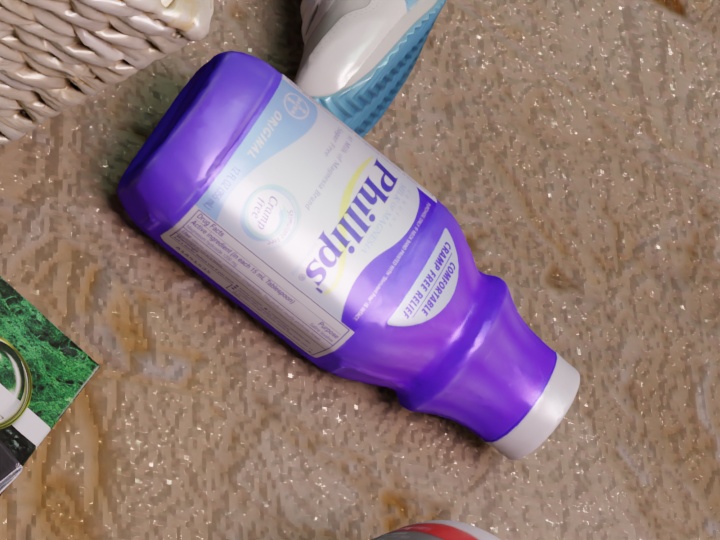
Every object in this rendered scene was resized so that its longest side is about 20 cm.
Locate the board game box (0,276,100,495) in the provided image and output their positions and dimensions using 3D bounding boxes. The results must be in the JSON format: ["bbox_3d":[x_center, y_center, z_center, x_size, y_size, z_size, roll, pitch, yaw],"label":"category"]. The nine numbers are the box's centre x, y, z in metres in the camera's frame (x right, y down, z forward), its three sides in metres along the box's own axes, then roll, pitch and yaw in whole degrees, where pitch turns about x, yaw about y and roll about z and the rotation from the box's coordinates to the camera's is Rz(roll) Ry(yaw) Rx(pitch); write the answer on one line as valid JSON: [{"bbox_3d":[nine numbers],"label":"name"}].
[{"bbox_3d":[-0.196,0.004,0.850,0.200,0.023,0.105,42,46,-9],"label":"board game box"}]

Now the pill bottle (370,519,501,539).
[{"bbox_3d":[-0.027,0.167,0.818,0.200,0.114,0.114,-18,76,-41],"label":"pill bottle"}]

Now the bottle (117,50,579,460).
[{"bbox_3d":[0.000,0.000,0.961,0.200,0.065,0.084,39,66,-12],"label":"bottle"}]

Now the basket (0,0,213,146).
[{"bbox_3d":[-0.161,-0.170,0.831,0.198,0.161,0.201,23,59,-41],"label":"basket"}]

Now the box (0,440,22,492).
[{"bbox_3d":[-0.217,0.028,0.752,0.200,0.117,0.060,49,27,0],"label":"box"}]

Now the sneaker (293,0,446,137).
[{"bbox_3d":[0.001,-0.132,1.042,0.081,0.077,0.200,27,48,-3],"label":"sneaker"}]
